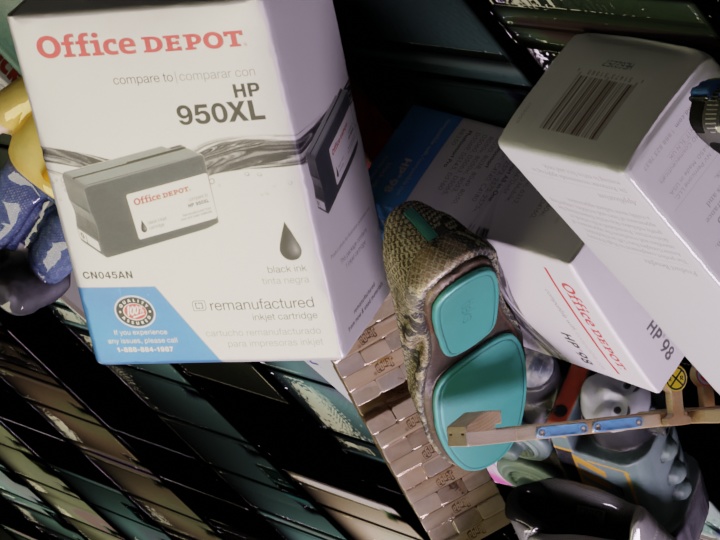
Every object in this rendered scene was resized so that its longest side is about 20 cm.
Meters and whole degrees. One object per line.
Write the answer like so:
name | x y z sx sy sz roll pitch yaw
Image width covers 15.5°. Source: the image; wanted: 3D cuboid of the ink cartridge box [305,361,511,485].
ink cartridge box | 0.036 0.069 1.747 0.196 0.043 0.200 43 163 -20

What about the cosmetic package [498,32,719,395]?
cosmetic package | 0.165 -0.015 1.221 0.200 0.074 0.102 45 166 -31

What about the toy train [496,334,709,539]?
toy train | 0.144 0.109 1.592 0.114 0.085 0.200 14 153 23

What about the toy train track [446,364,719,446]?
toy train track | 0.139 0.068 1.398 0.199 0.033 0.115 -5 178 -24

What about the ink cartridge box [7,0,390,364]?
ink cartridge box | -0.080 -0.059 1.345 0.144 0.084 0.201 -2 116 22

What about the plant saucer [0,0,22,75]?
plant saucer | -0.186 -0.131 1.562 0.201 0.039 0.201 44 175 5

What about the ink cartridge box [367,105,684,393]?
ink cartridge box | 0.104 -0.008 1.367 0.200 0.067 0.116 19 155 44

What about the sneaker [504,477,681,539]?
sneaker | 0.095 0.168 1.580 0.200 0.075 0.116 -16 135 26

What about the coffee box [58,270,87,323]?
coffee box | -0.143 -0.021 1.644 0.114 0.080 0.200 41 -172 8

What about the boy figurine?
boy figurine | -0.155 -0.061 1.469 0.124 0.064 0.200 43 131 6

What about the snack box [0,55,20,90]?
snack box | -0.285 -0.181 1.725 0.072 0.024 0.200 21 157 42

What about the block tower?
block tower | 0.022 0.076 1.628 0.200 0.054 0.058 62 178 -10

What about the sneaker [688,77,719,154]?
sneaker | 0.205 -0.010 1.145 0.071 0.083 0.200 12 151 51

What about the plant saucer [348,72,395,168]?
plant saucer | -0.064 -0.106 1.483 0.199 0.037 0.200 16 155 47

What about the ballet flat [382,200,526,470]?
ballet flat | 0.045 0.027 1.374 0.075 0.068 0.200 52 167 31
